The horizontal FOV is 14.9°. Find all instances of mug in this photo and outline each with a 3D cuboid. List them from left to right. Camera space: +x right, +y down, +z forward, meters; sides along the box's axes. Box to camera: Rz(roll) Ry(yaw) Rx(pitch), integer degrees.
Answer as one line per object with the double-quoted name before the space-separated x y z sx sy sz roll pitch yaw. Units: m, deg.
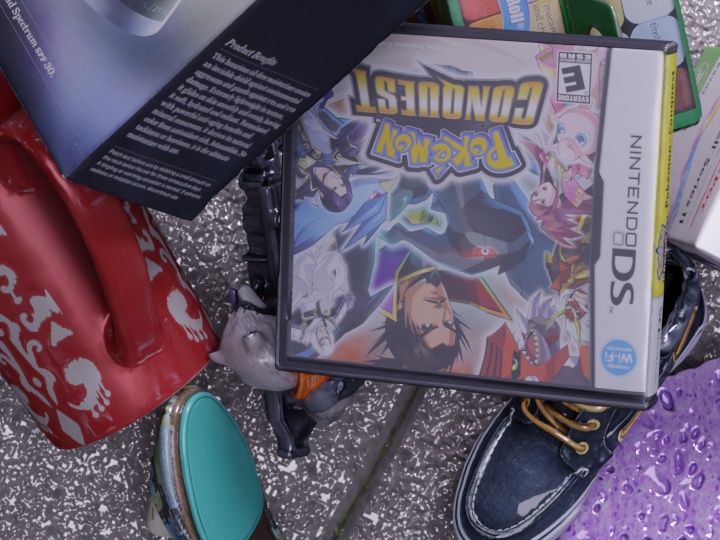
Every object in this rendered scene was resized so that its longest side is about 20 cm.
"mug" -0.171 -0.010 1.447 0.133 0.178 0.201 -30 104 5

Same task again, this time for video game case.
"video game case" 0.055 -0.030 1.380 0.199 0.025 0.182 5 101 18

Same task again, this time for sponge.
"sponge" 0.198 0.110 1.553 0.199 0.030 0.112 -20 73 2

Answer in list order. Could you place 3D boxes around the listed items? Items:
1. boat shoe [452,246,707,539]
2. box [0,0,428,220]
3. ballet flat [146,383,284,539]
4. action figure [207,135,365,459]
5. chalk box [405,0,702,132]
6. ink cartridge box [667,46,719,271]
"boat shoe" 0.115 0.070 1.513 0.071 0.091 0.201 36 84 15
"box" -0.091 -0.170 1.356 0.198 0.123 0.200 -41 64 17
"ballet flat" -0.080 0.149 1.509 0.074 0.074 0.201 -26 116 -6
"action figure" 0.000 0.000 1.491 0.193 0.104 0.201 -27 114 -33
"chalk box" 0.096 -0.129 1.451 0.123 0.200 0.125 -17 111 -7
"ink cartridge box" 0.216 -0.055 1.488 0.067 0.200 0.118 26 91 -11
